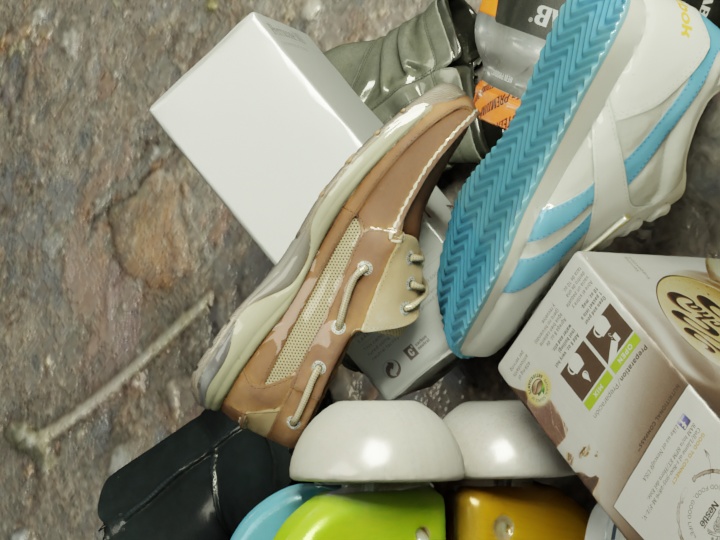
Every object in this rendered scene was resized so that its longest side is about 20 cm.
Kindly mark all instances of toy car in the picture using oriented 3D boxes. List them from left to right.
[{"bbox_3d":[0.019,0.151,0.987,0.150,0.200,0.175,-4,85,50],"label":"toy car"}]

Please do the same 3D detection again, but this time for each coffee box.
[{"bbox_3d":[0.169,0.086,0.895,0.200,0.113,0.080,54,126,36],"label":"coffee box"}]

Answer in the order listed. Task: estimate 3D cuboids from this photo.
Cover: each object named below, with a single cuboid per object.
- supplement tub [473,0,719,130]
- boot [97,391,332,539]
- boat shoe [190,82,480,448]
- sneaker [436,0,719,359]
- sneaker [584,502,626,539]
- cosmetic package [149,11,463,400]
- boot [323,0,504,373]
[{"bbox_3d":[0.132,-0.156,0.987,0.123,0.122,0.200,27,102,45],"label":"supplement tub"},{"bbox_3d":[-0.073,0.160,1.162,0.168,0.076,0.200,-44,46,26],"label":"boot"},{"bbox_3d":[0.000,0.000,0.960,0.072,0.076,0.200,38,105,3],"label":"boat shoe"},{"bbox_3d":[0.101,-0.036,0.923,0.200,0.081,0.077,-60,26,26],"label":"sneaker"},{"bbox_3d":[0.141,0.200,0.937,0.071,0.073,0.200,-12,73,47],"label":"sneaker"},{"bbox_3d":[-0.008,-0.033,1.050,0.081,0.113,0.200,-40,84,11],"label":"cosmetic package"},{"bbox_3d":[0.023,-0.051,1.124,0.131,0.068,0.200,-18,72,34],"label":"boot"}]
